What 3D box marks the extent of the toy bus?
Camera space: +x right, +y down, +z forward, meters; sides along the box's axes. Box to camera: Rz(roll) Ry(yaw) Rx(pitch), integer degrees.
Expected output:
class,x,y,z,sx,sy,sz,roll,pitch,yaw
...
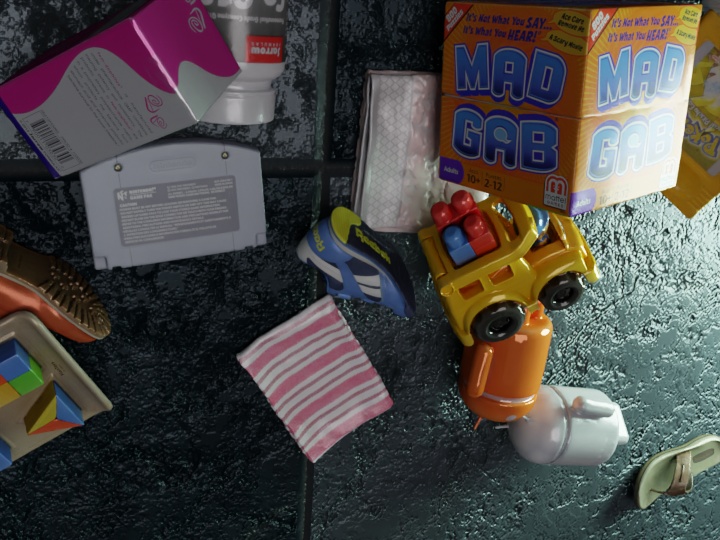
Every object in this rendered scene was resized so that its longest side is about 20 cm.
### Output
class,x,y,z,sx,sy,sz,roll,pitch,yaw
toy bus,0.168,-0.032,0.927,0.198,0.137,0.193,-26,137,9

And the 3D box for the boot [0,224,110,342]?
class,x,y,z,sx,sy,sz,roll,pitch,yaw
boot,-0.371,0.032,0.825,0.107,0.075,0.199,-43,120,14

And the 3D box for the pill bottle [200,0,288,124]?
class,x,y,z,sx,sy,sz,roll,pitch,yaw
pill bottle,-0.129,-0.257,0.776,0.112,0.114,0.203,-3,111,-20

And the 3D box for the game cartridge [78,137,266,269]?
class,x,y,z,sx,sy,sz,roll,pitch,yaw
game cartridge,-0.207,-0.080,0.859,0.197,0.042,0.136,-9,109,-18

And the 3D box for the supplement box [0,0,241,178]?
class,x,y,z,sx,sy,sz,roll,pitch,yaw
supplement box,-0.228,-0.177,0.717,0.197,0.104,0.102,-11,124,32

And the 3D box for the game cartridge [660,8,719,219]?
class,x,y,z,sx,sy,sz,roll,pitch,yaw
game cartridge,0.436,-0.196,0.981,0.176,0.032,0.200,44,119,5

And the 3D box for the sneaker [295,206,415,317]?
class,x,y,z,sx,sy,sz,roll,pitch,yaw
sneaker,0.000,0.000,0.951,0.082,0.075,0.200,-28,132,23

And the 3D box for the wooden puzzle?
class,x,y,z,sx,sy,sz,roll,pitch,yaw
wooden puzzle,-0.398,0.152,0.831,0.198,0.047,0.187,-26,136,-5

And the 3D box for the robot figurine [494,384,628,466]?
class,x,y,z,sx,sy,sz,roll,pitch,yaw
robot figurine,0.301,0.230,1.133,0.197,0.114,0.170,8,141,-23

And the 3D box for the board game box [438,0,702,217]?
class,x,y,z,sx,sy,sz,roll,pitch,yaw
board game box,0.229,-0.196,0.863,0.198,0.199,0.203,-15,116,-35

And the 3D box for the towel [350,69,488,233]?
class,x,y,z,sx,sy,sz,roll,pitch,yaw
towel,0.084,-0.144,0.951,0.188,0.032,0.203,-2,111,-21

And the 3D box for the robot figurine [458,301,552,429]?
class,x,y,z,sx,sy,sz,roll,pitch,yaw
robot figurine,0.198,0.119,1.050,0.115,0.144,0.203,8,108,-1

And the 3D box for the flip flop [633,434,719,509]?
class,x,y,z,sx,sy,sz,roll,pitch,yaw
flip flop,0.552,0.348,1.310,0.197,0.058,0.082,-21,116,-13

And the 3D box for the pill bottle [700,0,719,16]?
class,x,y,z,sx,sy,sz,roll,pitch,yaw
pill bottle,0.488,-0.272,1.014,0.112,0.114,0.203,-6,112,-19

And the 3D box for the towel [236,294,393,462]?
class,x,y,z,sx,sy,sz,roll,pitch,yaw
towel,-0.054,0.145,1.009,0.145,0.030,0.202,-34,118,-7
